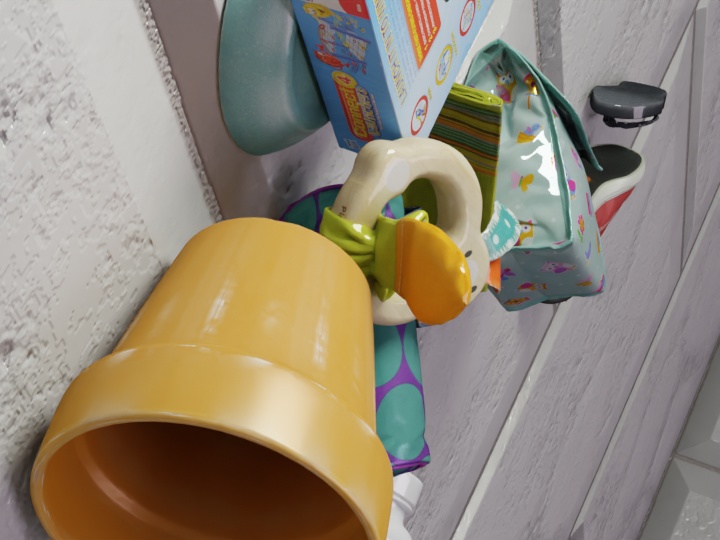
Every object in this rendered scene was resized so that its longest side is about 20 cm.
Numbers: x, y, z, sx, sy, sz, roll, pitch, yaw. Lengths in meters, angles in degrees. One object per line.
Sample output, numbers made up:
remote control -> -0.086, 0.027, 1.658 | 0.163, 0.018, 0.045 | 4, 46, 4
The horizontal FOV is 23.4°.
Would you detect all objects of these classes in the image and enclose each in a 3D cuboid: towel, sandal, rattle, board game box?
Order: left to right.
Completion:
board game box -> 0.033, -0.200, 1.110 | 0.197, 0.056, 0.200 | -64, 159, -22
towel -> 0.067, -0.067, 1.385 | 0.018, 0.086, 0.201 | -53, 154, -41
rattle -> 0.079, -0.007, 1.126 | 0.200, 0.142, 0.131 | 27, 73, -45
sandal -> 0.308, -0.182, 1.965 | 0.200, 0.076, 0.043 | -21, 126, -66

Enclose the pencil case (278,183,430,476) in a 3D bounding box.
pencil case -> -0.006, 0.045, 1.198 | 0.085, 0.092, 0.202 | 123, -40, -81

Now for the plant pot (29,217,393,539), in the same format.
plant pot -> -0.069, 0.077, 1.015 | 0.201, 0.199, 0.184 | 87, 13, -47

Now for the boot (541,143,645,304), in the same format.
boot -> 0.248, -0.048, 1.938 | 0.200, 0.072, 0.145 | -39, 144, -44

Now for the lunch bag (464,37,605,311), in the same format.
lunch bag -> 0.146, -0.085, 1.531 | 0.170, 0.121, 0.201 | 45, 38, -65

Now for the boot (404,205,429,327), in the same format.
boot -> 0.000, 0.000, 1.331 | 0.200, 0.074, 0.098 | -3, 88, -63

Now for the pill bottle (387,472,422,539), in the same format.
pill bottle -> -0.026, 0.245, 1.374 | 0.201, 0.112, 0.113 | -67, 160, -15

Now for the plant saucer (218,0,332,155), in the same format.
plant saucer -> -0.027, -0.166, 1.114 | 0.200, 0.036, 0.201 | -54, 154, -41
